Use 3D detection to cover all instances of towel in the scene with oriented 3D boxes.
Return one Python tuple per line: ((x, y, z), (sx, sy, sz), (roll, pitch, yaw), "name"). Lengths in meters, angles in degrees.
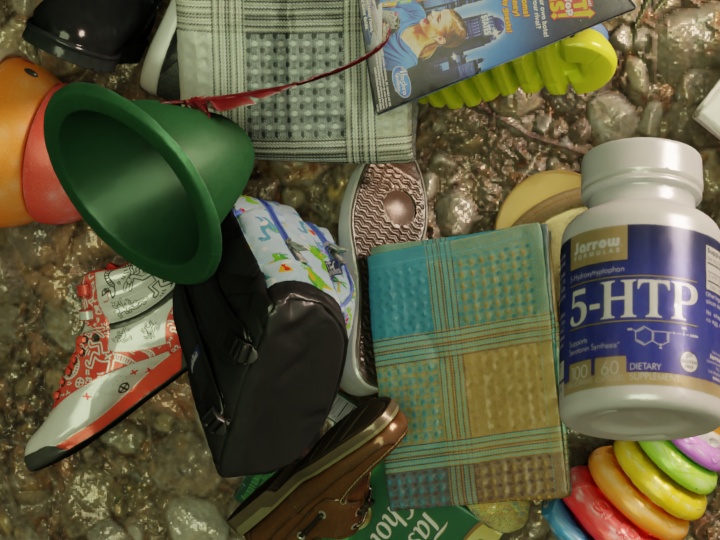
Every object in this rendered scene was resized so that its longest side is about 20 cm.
((-0.047, -0.182, 1.323), (0.191, 0.035, 0.202), (4, 102, 11), "towel")
((0.080, 0.073, 1.298), (0.145, 0.022, 0.202), (-7, 84, 20), "towel")

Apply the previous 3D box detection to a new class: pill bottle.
((0.203, 0.014, 1.263), (0.119, 0.120, 0.202), (0, 72, 8), "pill bottle")

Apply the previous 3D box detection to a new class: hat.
((-0.104, -0.103, 1.286), (0.199, 0.167, 0.176), (27, 52, 28), "hat")

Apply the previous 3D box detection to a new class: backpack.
((-0.076, 0.030, 1.313), (0.200, 0.153, 0.164), (48, 130, 44), "backpack")

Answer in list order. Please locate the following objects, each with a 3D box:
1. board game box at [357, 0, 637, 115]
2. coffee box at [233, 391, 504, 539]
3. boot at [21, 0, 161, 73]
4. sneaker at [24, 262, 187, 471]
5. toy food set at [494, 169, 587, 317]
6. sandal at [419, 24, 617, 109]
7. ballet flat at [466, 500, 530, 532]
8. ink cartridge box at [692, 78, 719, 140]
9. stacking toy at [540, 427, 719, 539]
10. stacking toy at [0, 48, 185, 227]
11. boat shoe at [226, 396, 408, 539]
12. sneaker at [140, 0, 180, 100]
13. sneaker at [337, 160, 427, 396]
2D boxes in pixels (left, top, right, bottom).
((0.093, -0.228, 1.258), (0.198, 0.062, 0.202), (-8, 103, 2), "board game box")
((0.010, 0.184, 1.380), (0.199, 0.044, 0.123), (33, 121, 4), "coffee box")
((-0.179, -0.239, 1.329), (0.073, 0.198, 0.163), (26, 103, 5), "boot")
((-0.212, 0.067, 1.413), (0.201, 0.067, 0.108), (-36, 87, 5), "sneaker")
((0.185, 0.032, 1.366), (0.198, 0.049, 0.200), (16, 96, 6), "toy food set")
((0.102, -0.181, 1.361), (0.198, 0.080, 0.088), (-1, 58, 14), "sandal")
((0.085, 0.101, 1.340), (0.070, 0.071, 0.201), (-25, 65, 8), "ballet flat")
((0.372, -0.113, 1.315), (0.200, 0.083, 0.147), (39, 98, 3), "ink cartridge box")
((0.237, 0.141, 1.317), (0.110, 0.116, 0.200), (39, 108, 2), "stacking toy")
((-0.207, -0.085, 1.358), (0.198, 0.146, 0.148), (12, 95, 10), "stacking toy")
((-0.018, 0.163, 1.318), (0.068, 0.072, 0.200), (48, 133, -2), "boat shoe")
((-0.088, -0.215, 1.382), (0.111, 0.073, 0.201), (24, 104, 2), "sneaker")
((0.000, 0.000, 1.381), (0.072, 0.085, 0.202), (15, 73, -24), "sneaker")
